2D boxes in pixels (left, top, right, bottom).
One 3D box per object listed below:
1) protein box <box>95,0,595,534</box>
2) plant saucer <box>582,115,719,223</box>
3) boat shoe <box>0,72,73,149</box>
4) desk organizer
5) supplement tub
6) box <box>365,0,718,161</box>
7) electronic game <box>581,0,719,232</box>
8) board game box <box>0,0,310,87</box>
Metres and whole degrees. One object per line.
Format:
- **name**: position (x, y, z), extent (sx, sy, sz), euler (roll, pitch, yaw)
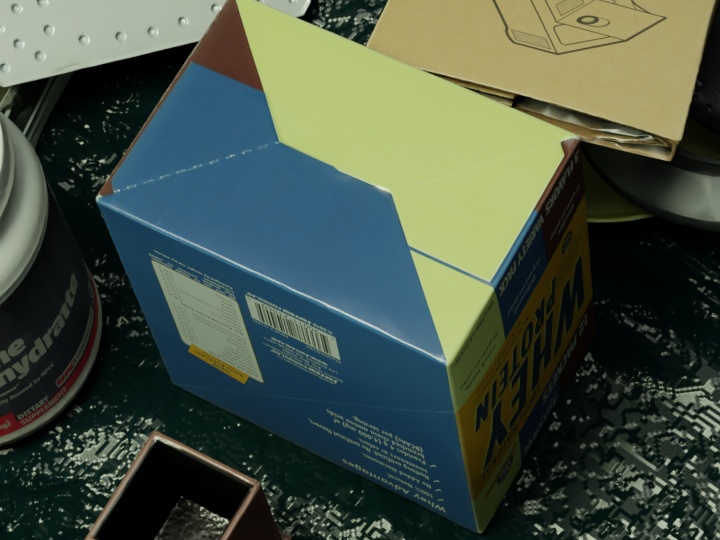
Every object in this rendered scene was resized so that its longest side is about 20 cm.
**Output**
- **protein box**: position (0.000, 0.000, 1.218), extent (0.197, 0.200, 0.135), euler (24, 68, 19)
- **plant saucer**: position (0.137, -0.109, 1.354), extent (0.198, 0.031, 0.201), euler (-3, 63, 6)
- **boat shoe**: position (-0.205, -0.124, 1.387), extent (0.071, 0.071, 0.201), euler (5, 63, 10)
- **desk organizer**: position (-0.120, 0.188, 1.206), extent (0.071, 0.077, 0.201), euler (24, 68, 19)
- **supplement tub**: position (-0.219, -0.005, 1.252), extent (0.139, 0.200, 0.141), euler (-3, 62, 6)
- **box**: position (0.103, -0.141, 1.258), extent (0.162, 0.021, 0.201), euler (15, 42, 8)
- **electronic game**: position (0.209, -0.105, 1.301), extent (0.198, 0.042, 0.201), euler (-7, 55, 9)
- **board game box**: position (-0.142, -0.221, 1.364), extent (0.199, 0.026, 0.202), euler (-16, 95, -23)
